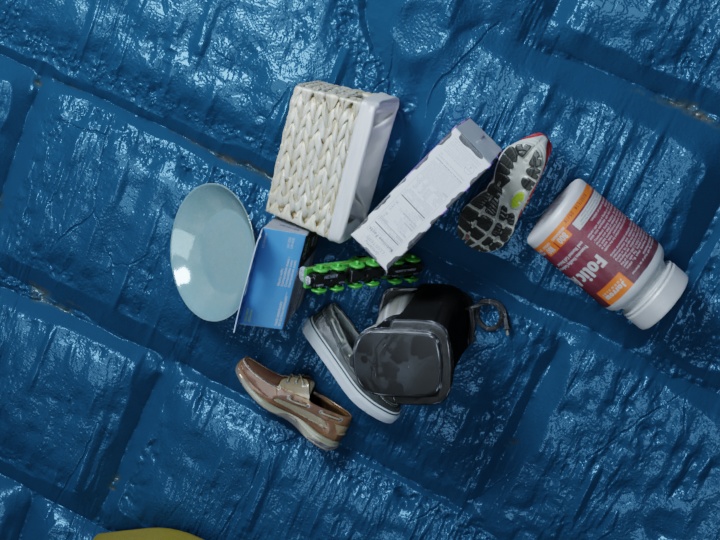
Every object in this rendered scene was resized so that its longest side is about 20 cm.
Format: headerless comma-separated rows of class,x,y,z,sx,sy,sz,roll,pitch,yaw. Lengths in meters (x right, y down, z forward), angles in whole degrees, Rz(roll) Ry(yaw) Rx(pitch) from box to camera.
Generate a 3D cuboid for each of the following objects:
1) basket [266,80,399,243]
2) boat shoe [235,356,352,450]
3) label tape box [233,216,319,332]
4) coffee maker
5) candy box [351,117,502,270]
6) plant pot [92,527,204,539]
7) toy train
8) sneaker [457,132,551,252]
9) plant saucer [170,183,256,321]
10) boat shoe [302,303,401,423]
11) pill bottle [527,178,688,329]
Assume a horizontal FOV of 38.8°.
basket,-0.040,-0.158,1.420,0.122,0.136,0.202,19,107,10
boat shoe,-0.098,0.188,1.552,0.199,0.076,0.072,37,104,-9
label tape box,-0.112,0.001,1.437,0.065,0.200,0.145,16,106,2
coffee maker,0.097,0.091,1.416,0.191,0.200,0.136,-24,99,16
candy box,0.093,-0.107,1.384,0.072,0.168,0.200,44,108,0
plant pot,-0.327,0.525,1.622,0.198,0.196,0.196,-15,101,8
toy train,0.000,0.000,1.433,0.056,0.199,0.042,27,117,50
sneaker,0.207,-0.105,1.411,0.077,0.085,0.201,40,130,8
plant saucer,-0.207,-0.027,1.504,0.200,0.038,0.203,2,93,44
boat shoe,-0.002,0.137,1.514,0.071,0.072,0.200,-42,91,22
pill bottle,0.335,-0.019,1.384,0.200,0.114,0.114,39,108,1
